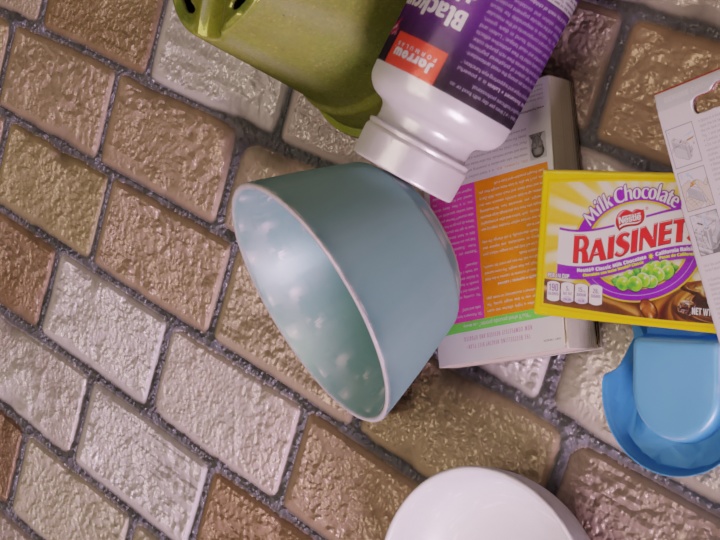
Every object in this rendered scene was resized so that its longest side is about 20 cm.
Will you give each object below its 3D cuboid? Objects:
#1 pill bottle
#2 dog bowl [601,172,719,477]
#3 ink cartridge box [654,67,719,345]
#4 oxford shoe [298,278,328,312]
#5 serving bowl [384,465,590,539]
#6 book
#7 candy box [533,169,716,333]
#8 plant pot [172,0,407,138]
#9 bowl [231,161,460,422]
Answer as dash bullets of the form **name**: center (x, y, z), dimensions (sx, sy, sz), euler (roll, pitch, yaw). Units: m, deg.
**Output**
- **pill bottle**: center (0.076, -0.157, 0.994), dimensions (0.111, 0.111, 0.201), euler (32, 98, 38)
- **dog bowl**: center (0.224, 0.036, 0.936), dimensions (0.111, 0.049, 0.202), euler (0, 90, 42)
- **ink cartridge box**: center (0.245, -0.021, 0.791), dimensions (0.109, 0.050, 0.202), euler (-17, 87, 56)
- **oxford shoe**: center (-0.032, 0.035, 1.147), dimensions (0.073, 0.084, 0.201), euler (-42, 64, 31)
- **serving bowl**: center (0.106, 0.244, 1.026), dimensions (0.199, 0.065, 0.202), euler (-1, 88, 41)
- **book**: center (0.106, -0.033, 1.049), dimensions (0.133, 0.048, 0.202), euler (-11, 79, 42)
- **candy box**: center (0.203, -0.013, 0.906), dimensions (0.199, 0.026, 0.103), euler (5, 90, 42)
- **plant pot**: center (-0.038, -0.219, 1.072), dimensions (0.199, 0.183, 0.202), euler (-12, 73, 44)
- **bowl**: center (0.000, 0.000, 1.031), dimensions (0.201, 0.105, 0.202), euler (47, 156, 27)
